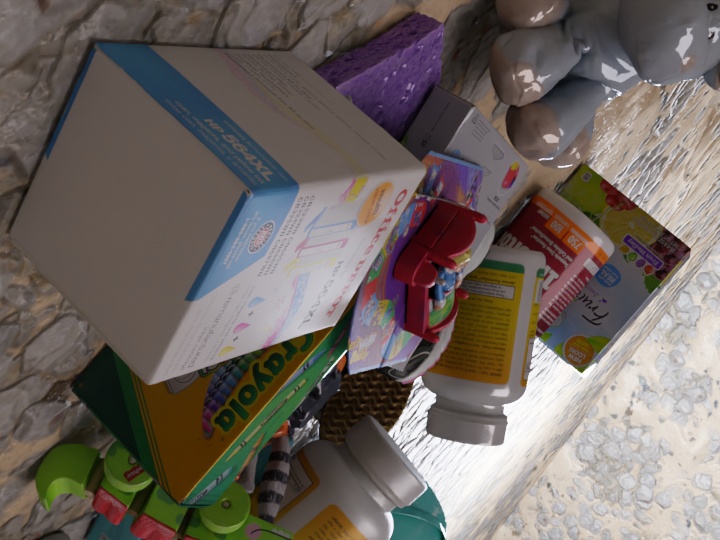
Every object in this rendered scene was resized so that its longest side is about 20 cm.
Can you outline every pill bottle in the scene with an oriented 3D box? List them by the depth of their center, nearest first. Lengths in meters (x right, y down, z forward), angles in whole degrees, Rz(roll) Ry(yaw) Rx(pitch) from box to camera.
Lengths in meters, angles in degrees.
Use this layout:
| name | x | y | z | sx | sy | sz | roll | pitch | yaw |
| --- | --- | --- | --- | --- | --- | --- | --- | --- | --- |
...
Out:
| name | x | y | z | sx | sy | sz | roll | pitch | yaw |
| --- | --- | --- | --- | --- | --- | --- | --- | --- | --- |
| pill bottle | -0.043 | 0.224 | 1.008 | 0.200 | 0.113 | 0.113 | -40 | 160 | -1 |
| pill bottle | 0.122 | 0.073 | 1.164 | 0.113 | 0.112 | 0.201 | 4 | 94 | -66 |
| pill bottle | 0.190 | 0.014 | 1.311 | 0.200 | 0.113 | 0.113 | -50 | 160 | 4 |

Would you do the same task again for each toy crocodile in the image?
| name | x | y | z | sx | sy | sz | roll | pitch | yaw |
| --- | --- | --- | --- | --- | --- | --- | --- | --- | --- |
| toy crocodile | -0.141 | 0.179 | 0.835 | 0.068 | 0.199 | 0.062 | -55 | -170 | 55 |

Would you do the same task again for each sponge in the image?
| name | x | y | z | sx | sy | sz | roll | pitch | yaw |
| --- | --- | --- | --- | --- | --- | --- | --- | --- | --- |
| sponge | 0.011 | -0.082 | 0.834 | 0.111 | 0.030 | 0.201 | -37 | 147 | -31 |

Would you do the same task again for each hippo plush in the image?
| name | x | y | z | sx | sy | sz | roll | pitch | yaw |
| --- | --- | --- | --- | --- | --- | --- | --- | --- | --- |
| hippo plush | 0.208 | -0.160 | 0.883 | 0.200 | 0.160 | 0.161 | -9 | 100 | -57 |

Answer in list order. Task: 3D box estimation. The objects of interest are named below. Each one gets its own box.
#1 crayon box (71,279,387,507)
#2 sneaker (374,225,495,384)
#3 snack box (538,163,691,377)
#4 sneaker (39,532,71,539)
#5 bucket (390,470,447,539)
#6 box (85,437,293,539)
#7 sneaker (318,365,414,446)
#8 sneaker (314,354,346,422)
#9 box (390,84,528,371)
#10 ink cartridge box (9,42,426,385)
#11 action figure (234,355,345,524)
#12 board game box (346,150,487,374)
| name | x | y | z | sx | sy | sz | roll | pitch | yaw |
| --- | --- | --- | --- | --- | --- | --- | --- | --- | --- |
| crayon box | -0.088 | 0.050 | 0.785 | 0.200 | 0.119 | 0.058 | -49 | 160 | 1 |
| sneaker | 0.051 | 0.003 | 1.045 | 0.201 | 0.080 | 0.086 | -65 | 145 | -24 |
| snack box | 0.275 | 0.001 | 1.383 | 0.200 | 0.169 | 0.068 | -50 | 162 | 4 |
| sneaker | -0.268 | 0.285 | 0.853 | 0.200 | 0.116 | 0.074 | -22 | 150 | -49 |
| bucket | -0.007 | 0.295 | 1.309 | 0.135 | 0.207 | 0.208 | -42 | 160 | -29 |
| box | -0.151 | 0.199 | 1.032 | 0.200 | 0.049 | 0.083 | -23 | 148 | -52 |
| sneaker | 0.020 | 0.098 | 1.122 | 0.201 | 0.075 | 0.090 | -59 | -179 | -13 |
| sneaker | 0.013 | 0.130 | 1.211 | 0.200 | 0.075 | 0.107 | -31 | 154 | -42 |
| box | 0.044 | -0.025 | 0.875 | 0.201 | 0.041 | 0.156 | -57 | 154 | 3 |
| ink cartridge box | -0.068 | -0.041 | 0.649 | 0.200 | 0.125 | 0.129 | -15 | 142 | -56 |
| action figure | -0.073 | 0.128 | 0.968 | 0.194 | 0.104 | 0.200 | -57 | 171 | -28 |
| board game box | 0.056 | 0.003 | 0.792 | 0.200 | 0.039 | 0.159 | 1 | 111 | -68 |
